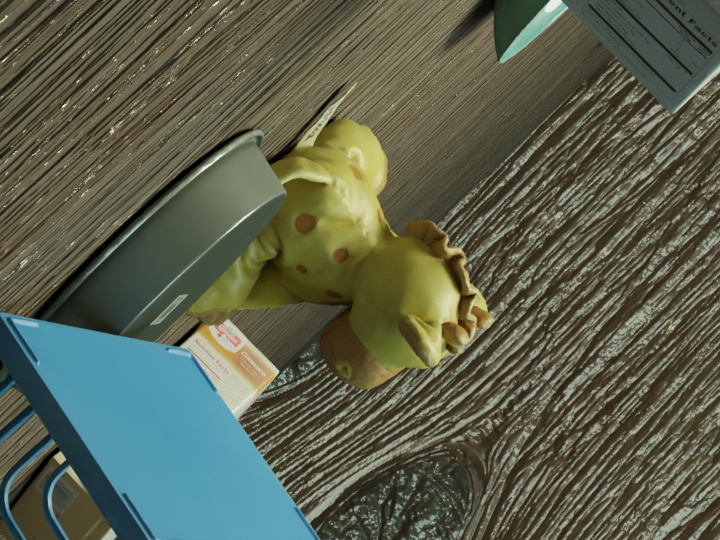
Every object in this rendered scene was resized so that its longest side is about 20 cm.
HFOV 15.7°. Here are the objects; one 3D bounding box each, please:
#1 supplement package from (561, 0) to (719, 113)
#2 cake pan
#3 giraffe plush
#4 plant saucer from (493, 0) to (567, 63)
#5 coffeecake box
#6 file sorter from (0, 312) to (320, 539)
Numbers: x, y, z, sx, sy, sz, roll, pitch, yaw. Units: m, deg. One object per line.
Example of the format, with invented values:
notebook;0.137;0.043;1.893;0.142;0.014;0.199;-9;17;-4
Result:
supplement package;0.191;-0.213;1.360;0.200;0.156;0.111;-43;176;-20
cake pan;-0.114;0.006;1.406;0.200;0.037;0.200;-44;177;-3
giraffe plush;0.000;0.000;1.622;0.173;0.162;0.200;-42;176;-38
plant saucer;0.158;-0.229;1.840;0.200;0.036;0.200;-44;178;-2
coffeecake box;-0.176;0.142;2.062;0.200;0.073;0.154;-42;176;-36
file sorter;-0.134;0.121;1.288;0.123;0.139;0.200;-41;160;13
